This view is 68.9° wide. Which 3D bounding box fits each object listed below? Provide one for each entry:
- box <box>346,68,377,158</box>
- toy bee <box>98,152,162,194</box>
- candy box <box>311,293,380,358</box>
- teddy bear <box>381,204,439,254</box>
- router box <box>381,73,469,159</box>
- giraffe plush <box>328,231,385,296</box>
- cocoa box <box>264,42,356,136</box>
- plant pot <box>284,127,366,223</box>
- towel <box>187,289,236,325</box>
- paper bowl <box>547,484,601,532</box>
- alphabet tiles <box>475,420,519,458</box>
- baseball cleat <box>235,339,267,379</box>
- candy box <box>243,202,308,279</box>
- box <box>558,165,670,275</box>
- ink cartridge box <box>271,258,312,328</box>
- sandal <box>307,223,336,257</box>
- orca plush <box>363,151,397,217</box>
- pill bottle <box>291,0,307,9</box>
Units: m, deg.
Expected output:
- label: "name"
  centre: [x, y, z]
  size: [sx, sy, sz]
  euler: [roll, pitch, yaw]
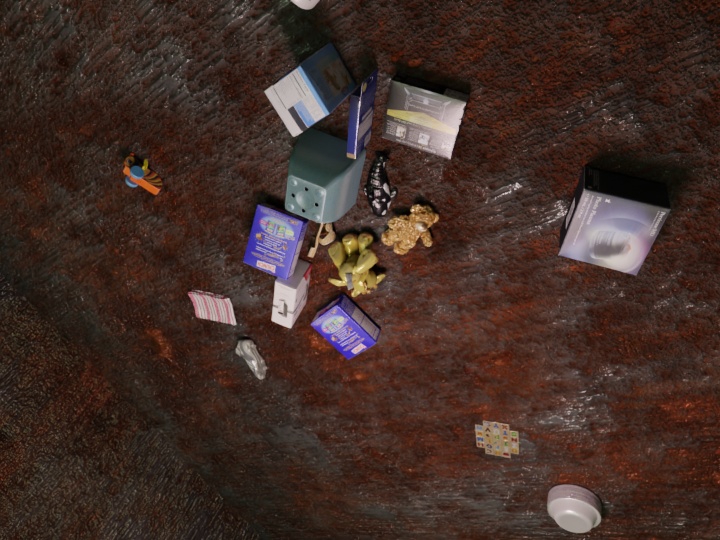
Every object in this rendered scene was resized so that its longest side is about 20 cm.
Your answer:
- label: "box"
  centre: [0.004, -0.408, 1.359]
  size: [0.032, 0.122, 0.203]
  euler: [18, 131, 12]
- label: "toy bee"
  centre: [-0.773, -0.352, 1.807]
  size: [0.129, 0.111, 0.200]
  euler: [-17, 142, 26]
- label: "candy box"
  centre: [-0.052, 0.205, 1.895]
  size: [0.200, 0.077, 0.168]
  euler: [45, 130, -12]
- label: "teddy bear"
  centre: [0.146, -0.114, 1.562]
  size: [0.198, 0.067, 0.146]
  euler: [-20, 118, 37]
- label: "router box"
  centre: [0.163, -0.393, 1.341]
  size: [0.196, 0.053, 0.159]
  euler: [20, 133, 10]
- label: "giraffe plush"
  centre: [0.000, 0.000, 1.679]
  size: [0.169, 0.204, 0.162]
  euler: [-6, 153, 25]
- label: "cocoa box"
  centre: [-0.120, -0.458, 1.324]
  size: [0.130, 0.201, 0.134]
  euler: [-20, 116, 35]
- label: "plant pot"
  centre: [-0.120, -0.250, 1.491]
  size: [0.193, 0.201, 0.199]
  euler: [22, 132, 8]
- label: "towel"
  centre: [-0.610, 0.156, 2.167]
  size: [0.196, 0.030, 0.149]
  euler: [9, 130, 19]
- label: "paper bowl"
  centre: [0.831, 0.938, 2.046]
  size: [0.197, 0.105, 0.204]
  euler: [14, 131, 17]
- label: "alphabet tiles"
  centre: [0.528, 0.653, 2.031]
  size: [0.163, 0.006, 0.203]
  euler: [4, 127, 23]
- label: "baseball cleat"
  centre: [-0.472, 0.377, 2.261]
  size: [0.105, 0.070, 0.204]
  euler: [1, 117, 33]
- label: "candy box"
  centre: [-0.277, -0.096, 1.721]
  size: [0.166, 0.077, 0.204]
  euler: [21, 104, 9]
- label: "box"
  centre: [0.616, -0.122, 1.293]
  size: [0.194, 0.124, 0.203]
  euler: [15, 132, 12]
- label: "ink cartridge box"
  centre: [-0.242, 0.078, 1.847]
  size: [0.081, 0.148, 0.202]
  euler: [20, 133, 7]
- label: "sandal"
  centre: [-0.114, -0.113, 1.699]
  size: [0.068, 0.079, 0.213]
  euler: [14, 140, -13]
- label: "orca plush"
  centre: [0.053, -0.232, 1.509]
  size: [0.103, 0.072, 0.202]
  euler: [23, 132, 7]
- label: "pill bottle"
  centre: [-0.089, -0.701, 1.175]
  size: [0.199, 0.115, 0.115]
  euler: [-30, 110, 39]
